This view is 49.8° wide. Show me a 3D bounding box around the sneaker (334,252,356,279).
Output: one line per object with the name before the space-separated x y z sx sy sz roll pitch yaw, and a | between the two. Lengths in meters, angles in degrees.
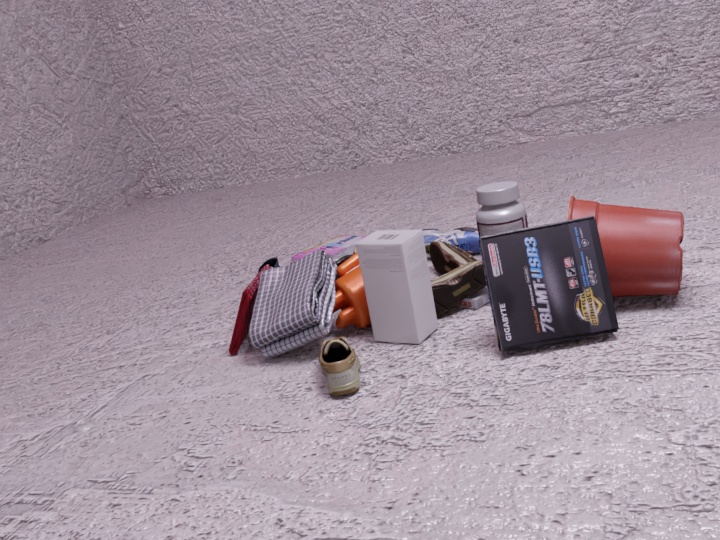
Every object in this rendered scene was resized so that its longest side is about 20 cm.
sneaker | 0.000 0.000 1.737 0.200 0.071 0.098 -16 -19 -33

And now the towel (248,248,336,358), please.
towel | -0.131 0.059 1.528 0.165 0.086 0.200 -27 37 29

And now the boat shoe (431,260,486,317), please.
boat shoe | 0.170 0.040 1.567 0.200 0.072 0.076 -24 17 -5

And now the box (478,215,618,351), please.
box | 0.315 0.023 1.315 0.198 0.200 0.050 -9 -6 3

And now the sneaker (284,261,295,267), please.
sneaker | -0.136 0.035 1.726 0.079 0.130 0.199 -9 16 2

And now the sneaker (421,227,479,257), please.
sneaker | 0.226 -0.058 1.927 0.200 0.076 0.077 -3 40 28

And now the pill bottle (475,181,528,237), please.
pill bottle | 0.311 -0.087 1.693 0.109 0.200 0.110 -11 15 3

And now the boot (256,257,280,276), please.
boot | -0.237 0.041 1.836 0.075 0.097 0.200 -5 17 22

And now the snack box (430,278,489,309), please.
snack box | 0.190 0.047 1.639 0.072 0.024 0.200 -26 21 -36

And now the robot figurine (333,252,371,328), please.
robot figurine | 0.025 0.042 1.582 0.200 0.117 0.144 -33 38 -19

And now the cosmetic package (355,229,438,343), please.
cosmetic package | 0.070 0.031 1.461 0.107 0.200 0.085 2 22 34

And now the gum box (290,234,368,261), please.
gum box | -0.074 -0.032 2.029 0.113 0.066 0.200 6 23 45

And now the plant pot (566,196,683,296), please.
plant pot | 0.479 -0.035 1.415 0.195 0.201 0.201 2 20 19

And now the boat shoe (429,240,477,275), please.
boat shoe | 0.223 -0.019 1.777 0.075 0.075 0.202 -9 24 -15

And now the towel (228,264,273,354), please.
towel | -0.230 0.080 1.641 0.022 0.145 0.200 18 19 2

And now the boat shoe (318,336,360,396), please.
boat shoe | -0.038 0.152 1.363 0.074 0.067 0.200 -13 16 -6

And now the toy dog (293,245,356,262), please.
toy dog | -0.053 0.009 1.826 0.200 0.132 0.096 -20 48 -4
